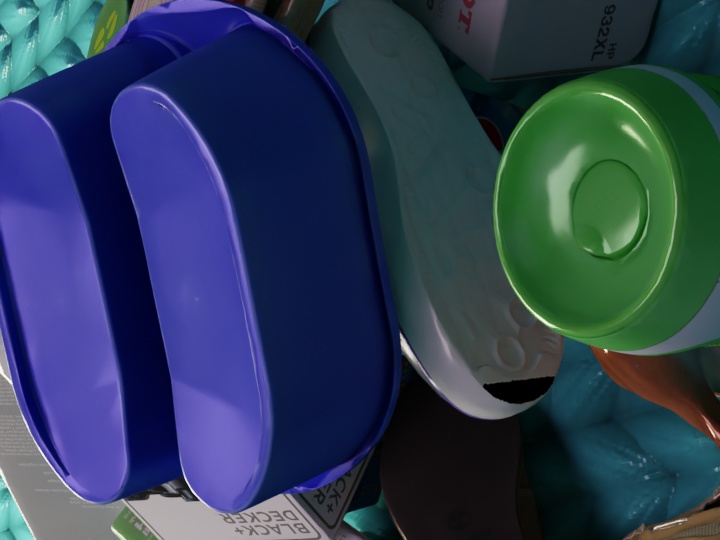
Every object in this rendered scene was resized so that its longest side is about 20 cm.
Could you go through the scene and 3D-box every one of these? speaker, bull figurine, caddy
[{"bbox_3d":[0.136,-0.018,0.575,0.088,0.200,0.089,1,91,49],"label":"speaker"},{"bbox_3d":[0.123,0.014,0.692,0.121,0.200,0.065,38,106,0],"label":"bull figurine"},{"bbox_3d":[-0.060,-0.001,0.706,0.141,0.105,0.201,-1,106,34],"label":"caddy"}]

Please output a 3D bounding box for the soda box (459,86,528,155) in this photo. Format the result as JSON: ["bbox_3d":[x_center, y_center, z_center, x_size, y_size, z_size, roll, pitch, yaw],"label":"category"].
[{"bbox_3d":[-0.015,-0.061,0.905,0.200,0.068,0.064,9,87,46],"label":"soda box"}]

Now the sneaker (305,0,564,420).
[{"bbox_3d":[0.000,0.000,0.780,0.146,0.080,0.200,-48,55,44],"label":"sneaker"}]

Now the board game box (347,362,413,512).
[{"bbox_3d":[-0.021,0.011,1.018,0.151,0.036,0.200,50,139,40],"label":"board game box"}]

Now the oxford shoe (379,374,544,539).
[{"bbox_3d":[0.055,0.127,0.875,0.200,0.071,0.071,-99,-12,-46],"label":"oxford shoe"}]

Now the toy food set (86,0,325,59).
[{"bbox_3d":[-0.058,-0.150,0.794,0.200,0.049,0.199,-8,70,61],"label":"toy food set"}]

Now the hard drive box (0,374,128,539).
[{"bbox_3d":[-0.151,0.050,1.043,0.156,0.077,0.200,-75,-22,-43],"label":"hard drive box"}]

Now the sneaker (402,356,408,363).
[{"bbox_3d":[-0.053,-0.005,0.887,0.104,0.060,0.200,11,149,32],"label":"sneaker"}]

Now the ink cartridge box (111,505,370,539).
[{"bbox_3d":[-0.021,0.180,0.962,0.146,0.084,0.200,49,168,-34],"label":"ink cartridge box"}]

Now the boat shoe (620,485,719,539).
[{"bbox_3d":[0.144,0.125,0.756,0.072,0.076,0.200,37,164,-6],"label":"boat shoe"}]

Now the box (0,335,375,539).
[{"bbox_3d":[-0.095,0.049,0.872,0.116,0.060,0.200,-7,133,37],"label":"box"}]

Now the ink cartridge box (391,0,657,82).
[{"bbox_3d":[0.046,-0.192,0.795,0.200,0.083,0.145,46,136,43],"label":"ink cartridge box"}]
